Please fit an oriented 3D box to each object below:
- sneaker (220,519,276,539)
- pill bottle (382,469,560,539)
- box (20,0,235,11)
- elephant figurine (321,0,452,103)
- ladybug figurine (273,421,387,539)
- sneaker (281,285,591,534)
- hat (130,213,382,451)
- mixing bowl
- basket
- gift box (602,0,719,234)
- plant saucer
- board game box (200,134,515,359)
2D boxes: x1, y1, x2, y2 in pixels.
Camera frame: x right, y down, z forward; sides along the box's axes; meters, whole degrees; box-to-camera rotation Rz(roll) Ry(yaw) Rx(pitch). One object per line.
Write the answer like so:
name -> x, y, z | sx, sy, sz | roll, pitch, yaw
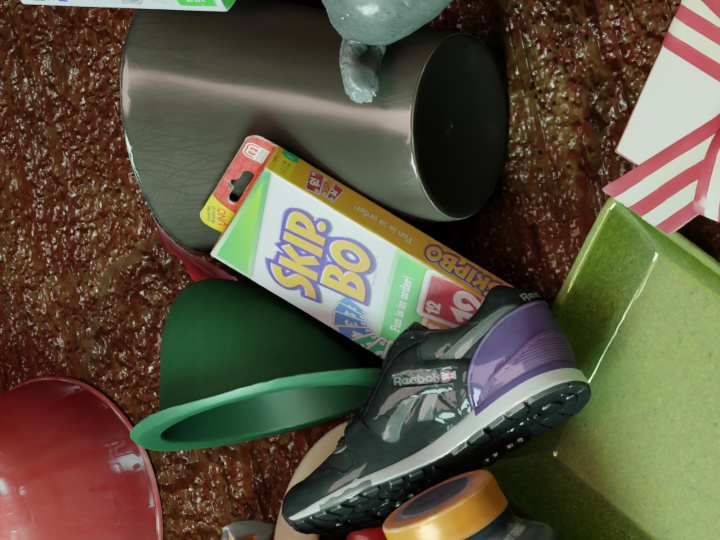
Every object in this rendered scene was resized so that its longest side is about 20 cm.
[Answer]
sneaker -> -0.039, 0.248, 1.868 | 0.077, 0.078, 0.200 | -45, 65, 36
pill bottle -> 0.087, 0.216, 1.705 | 0.106, 0.106, 0.200 | -22, 100, 37
box -> -0.115, -0.259, 1.838 | 0.176, 0.200, 0.097 | 7, 140, 38
elephant figurine -> 0.066, -0.216, 1.688 | 0.199, 0.155, 0.142 | -13, 45, 9
ladybug figurine -> 0.009, 0.191, 1.805 | 0.072, 0.135, 0.201 | 146, 123, -73
sneaker -> 0.035, 0.081, 1.737 | 0.200, 0.076, 0.088 | -30, 67, 15
hat -> -0.083, 0.009, 1.844 | 0.200, 0.166, 0.176 | -19, 75, 31
mixing bowl -> -0.242, 0.175, 2.008 | 0.200, 0.108, 0.201 | 1, 92, 40
basket -> -0.023, -0.091, 1.809 | 0.200, 0.136, 0.181 | 2, 126, 33
gift box -> 0.246, -0.094, 1.560 | 0.200, 0.187, 0.185 | 29, 108, 33
plant saucer -> 0.184, 0.088, 1.702 | 0.200, 0.048, 0.200 | 39, 114, 31
board game box -> 0.000, 0.000, 1.775 | 0.200, 0.030, 0.096 | 33, 139, -2
